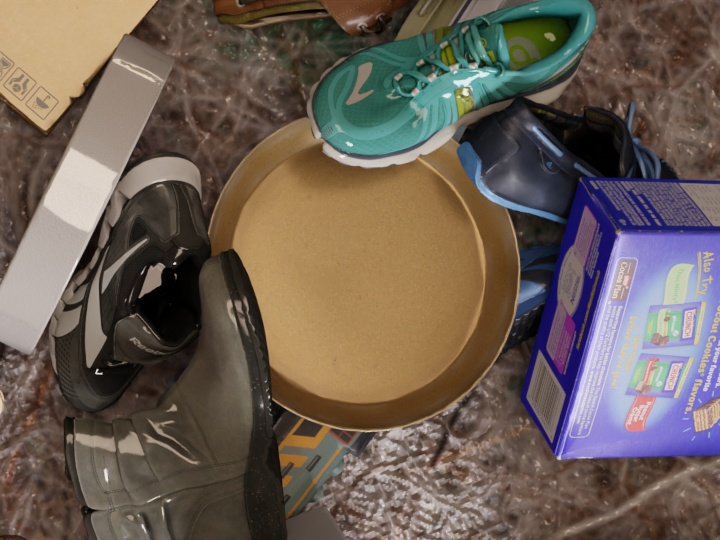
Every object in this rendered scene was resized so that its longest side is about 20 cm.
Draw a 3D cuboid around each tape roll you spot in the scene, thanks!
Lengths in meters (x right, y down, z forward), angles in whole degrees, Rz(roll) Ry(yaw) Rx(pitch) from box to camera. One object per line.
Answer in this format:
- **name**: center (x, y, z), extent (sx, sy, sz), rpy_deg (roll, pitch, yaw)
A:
- **tape roll**: center (-0.171, -0.047, 1.404), extent (0.037, 0.203, 0.204), rpy_deg (26, 85, -7)

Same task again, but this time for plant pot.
- **plant pot**: center (0.000, 0.000, 1.439), extent (0.198, 0.027, 0.202), rpy_deg (2, 82, -12)

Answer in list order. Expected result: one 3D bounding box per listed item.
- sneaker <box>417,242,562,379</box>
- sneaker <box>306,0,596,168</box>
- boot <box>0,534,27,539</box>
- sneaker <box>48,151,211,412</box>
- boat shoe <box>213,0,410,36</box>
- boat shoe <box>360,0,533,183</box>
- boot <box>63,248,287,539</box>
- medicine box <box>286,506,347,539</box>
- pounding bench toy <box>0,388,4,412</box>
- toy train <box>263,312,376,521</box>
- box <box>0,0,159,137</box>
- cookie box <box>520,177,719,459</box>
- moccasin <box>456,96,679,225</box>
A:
- **sneaker**: center (0.096, 0.007, 1.513), extent (0.199, 0.066, 0.079), rpy_deg (-26, 66, -16)
- **sneaker**: center (0.056, -0.125, 1.420), extent (0.199, 0.080, 0.078), rpy_deg (-24, 79, -23)
- **boot**: center (-0.243, 0.261, 1.421), extent (0.074, 0.097, 0.202), rpy_deg (-13, 75, 30)
- **sneaker**: center (-0.139, 0.029, 1.417), extent (0.066, 0.201, 0.091), rpy_deg (3, 43, -29)
- **boat shoe**: center (0.002, -0.181, 1.483), extent (0.199, 0.072, 0.069), rpy_deg (4, 86, 19)
- **boat shoe**: center (0.036, -0.115, 1.513), extent (0.062, 0.072, 0.200), rpy_deg (33, 84, 31)
- **boot**: center (-0.115, 0.088, 1.368), extent (0.130, 0.068, 0.201), rpy_deg (-6, 118, -2)
- **medicine box**: center (-0.013, 0.276, 1.403), extent (0.102, 0.182, 0.201), rpy_deg (-22, 110, -9)
- **pounding bench toy**: center (-0.328, 0.063, 1.399), extent (0.199, 0.156, 0.125), rpy_deg (-22, 92, -8)
- **toy train**: center (-0.063, 0.107, 1.480), extent (0.114, 0.085, 0.200), rpy_deg (39, 84, -15)
- **box**: center (-0.225, -0.212, 1.489), extent (0.200, 0.021, 0.164), rpy_deg (40, 83, -6)
- **cookie box**: center (0.220, 0.031, 1.470), extent (0.199, 0.075, 0.172), rpy_deg (1, 122, -19)
- **moccasin**: center (0.149, -0.066, 1.468), extent (0.068, 0.199, 0.081), rpy_deg (-50, 60, 27)
